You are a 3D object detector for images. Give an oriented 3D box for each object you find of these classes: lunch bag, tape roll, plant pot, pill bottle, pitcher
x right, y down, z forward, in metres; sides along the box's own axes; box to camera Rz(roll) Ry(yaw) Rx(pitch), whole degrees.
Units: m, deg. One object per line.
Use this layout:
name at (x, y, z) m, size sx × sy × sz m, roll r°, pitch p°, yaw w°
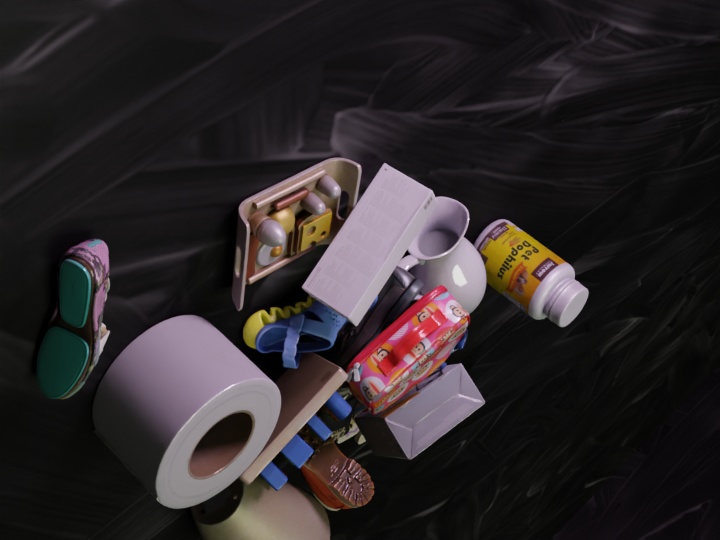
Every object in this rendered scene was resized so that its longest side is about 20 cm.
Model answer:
lunch bag at (0.068, 0.115, 1.568) m, size 0.200 × 0.082 × 0.176 m, roll -40°, pitch 168°, yaw -10°
tape roll at (-0.217, 0.177, 1.370) m, size 0.202 × 0.139 × 0.204 m, roll -37°, pitch 148°, yaw -27°
plant pot at (-0.172, 0.381, 1.656) m, size 0.187 × 0.187 × 0.200 m, roll -47°, pitch 139°, yaw -8°
pill bottle at (0.287, 0.008, 1.851) m, size 0.109 × 0.200 × 0.110 m, roll -36°, pitch 148°, yaw -27°
pitcher at (0.114, 0.009, 1.683) m, size 0.172 × 0.121 × 0.201 m, roll -45°, pitch 148°, yaw -16°

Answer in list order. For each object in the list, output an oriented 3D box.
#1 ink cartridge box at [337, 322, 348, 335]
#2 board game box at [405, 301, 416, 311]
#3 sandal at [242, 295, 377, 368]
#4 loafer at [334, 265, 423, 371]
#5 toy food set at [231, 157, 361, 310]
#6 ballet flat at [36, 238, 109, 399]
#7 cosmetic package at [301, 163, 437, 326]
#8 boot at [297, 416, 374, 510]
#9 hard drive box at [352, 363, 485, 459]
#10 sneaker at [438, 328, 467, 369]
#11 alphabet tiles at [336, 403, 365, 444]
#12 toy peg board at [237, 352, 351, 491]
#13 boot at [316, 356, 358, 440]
ink cartridge box at (0.000, 0.000, 1.590) m, size 0.119 × 0.042 × 0.201 m, roll -28°, pitch 146°, yaw -36°
board game box at (0.123, 0.108, 1.892) m, size 0.159 × 0.039 × 0.200 m, roll -52°, pitch 152°, yaw 0°
sandal at (-0.058, 0.077, 1.505) m, size 0.198 × 0.087 × 0.080 m, roll -26°, pitch 140°, yaw -18°
loafer at (0.016, 0.067, 1.599) m, size 0.200 × 0.063 × 0.072 m, roll -50°, pitch 177°, yaw 32°
toy food set at (-0.082, -0.045, 1.395) m, size 0.199 × 0.060 × 0.145 m, roll -29°, pitch 144°, yaw -36°
ballet flat at (-0.303, 0.052, 1.188) m, size 0.071 × 0.069 × 0.202 m, roll -45°, pitch 157°, yaw -56°
cosmetic package at (0.014, -0.034, 1.444) m, size 0.201 × 0.082 × 0.051 m, roll -56°, pitch 160°, yaw -6°
boot at (-0.076, 0.298, 1.705) m, size 0.075 × 0.200 × 0.107 m, roll -41°, pitch -178°, yaw -33°
hard drive box at (0.090, 0.228, 1.756) m, size 0.155 × 0.077 × 0.200 m, roll -33°, pitch -179°, yaw -17°
sneaker at (0.144, 0.096, 1.788) m, size 0.201 × 0.084 × 0.078 m, roll -57°, pitch 142°, yaw -39°
alphabet tiles at (0.045, 0.235, 1.910) m, size 0.194 × 0.015 × 0.201 m, roll -26°, pitch 151°, yaw -28°
toy peg board at (-0.089, 0.230, 1.547) m, size 0.200 × 0.098 × 0.199 m, roll -47°, pitch -166°, yaw -10°
boot at (-0.010, 0.189, 1.758) m, size 0.199 × 0.073 × 0.152 m, roll -32°, pitch 153°, yaw -49°
